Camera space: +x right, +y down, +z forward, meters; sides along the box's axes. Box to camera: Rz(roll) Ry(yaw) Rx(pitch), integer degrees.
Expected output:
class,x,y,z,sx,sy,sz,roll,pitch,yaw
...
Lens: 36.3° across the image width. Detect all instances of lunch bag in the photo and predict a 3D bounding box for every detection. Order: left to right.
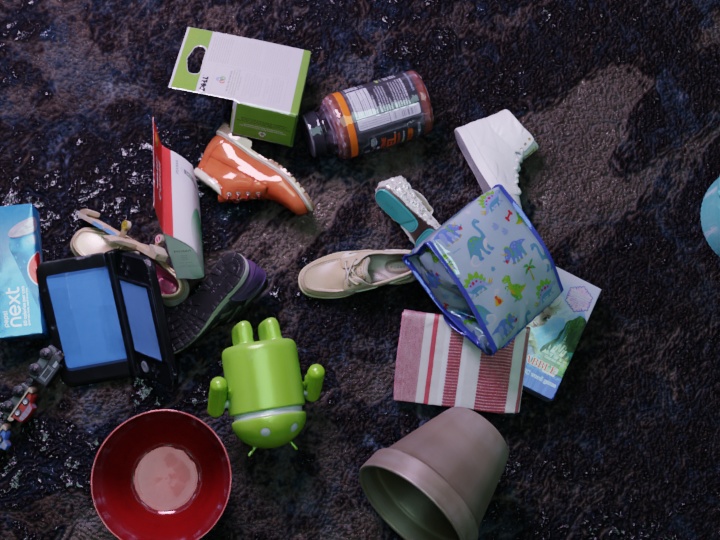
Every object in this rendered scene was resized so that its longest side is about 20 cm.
class,x,y,z,sx,sy,sz,roll,pitch,yaw
lunch bag,0.193,0.003,1.658,0.170,0.127,0.200,-39,91,-22

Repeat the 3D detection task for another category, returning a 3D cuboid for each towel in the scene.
class,x,y,z,sx,sy,sz,roll,pitch,yaw
towel,0.155,0.142,1.703,0.199,0.023,0.145,7,100,2

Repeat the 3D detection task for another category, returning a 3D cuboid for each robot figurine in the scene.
class,x,y,z,sx,sy,sz,roll,pitch,yaw
robot figurine,-0.145,0.175,1.650,0.175,0.116,0.201,-6,81,-20

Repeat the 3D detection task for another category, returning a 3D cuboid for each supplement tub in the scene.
class,x,y,z,sx,sy,sz,roll,pitch,yaw
supplement tub,0.009,-0.241,1.743,0.199,0.107,0.107,-18,83,-8

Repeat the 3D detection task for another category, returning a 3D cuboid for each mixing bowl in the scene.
class,x,y,z,sx,sy,sz,roll,pitch,yaw
mixing bowl,-0.289,0.308,1.616,0.199,0.108,0.201,1,80,-6

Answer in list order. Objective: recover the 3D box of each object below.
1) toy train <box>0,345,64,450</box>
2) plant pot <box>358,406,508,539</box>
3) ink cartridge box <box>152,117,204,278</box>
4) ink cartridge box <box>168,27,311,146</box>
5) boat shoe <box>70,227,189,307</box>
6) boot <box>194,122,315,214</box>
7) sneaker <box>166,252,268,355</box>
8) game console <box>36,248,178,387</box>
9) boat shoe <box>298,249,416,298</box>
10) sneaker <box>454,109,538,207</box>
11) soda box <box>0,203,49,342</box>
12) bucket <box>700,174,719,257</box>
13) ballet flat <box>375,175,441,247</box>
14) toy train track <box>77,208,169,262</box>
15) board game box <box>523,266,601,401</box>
class,x,y,z,sx,sy,sz,roll,pitch,yaw
toy train,-0.506,0.202,1.636,0.046,0.034,0.200,36,88,-4
plant pot,0.126,0.304,1.638,0.200,0.200,0.174,45,61,2
ink cartridge box,-0.268,-0.105,1.619,0.050,0.200,0.161,-5,59,-4
ink cartridge box,-0.188,-0.290,1.718,0.199,0.076,0.148,11,53,-4
boat shoe,-0.353,-0.012,1.682,0.199,0.069,0.074,26,78,-2
boot,-0.168,-0.132,1.727,0.200,0.075,0.107,36,81,9
sneaker,-0.220,0.068,1.682,0.200,0.087,0.076,-43,52,12
game console,-0.371,0.080,1.611,0.116,0.176,0.201,-21,111,-34
boat shoe,0.000,0.000,1.717,0.199,0.065,0.072,-7,82,0
sneaker,0.246,-0.164,1.773,0.115,0.074,0.201,-25,83,-7
soda box,-0.518,0.004,1.665,0.068,0.064,0.201,-6,82,-7
bucket,0.660,-0.097,1.776,0.206,0.135,0.208,1,81,-7
ballet flat,0.106,-0.073,1.749,0.072,0.072,0.200,-39,88,-11
toy train track,-0.355,-0.062,1.650,0.200,0.115,0.033,25,94,38
board game box,0.253,0.076,1.749,0.199,0.041,0.200,26,79,-1
